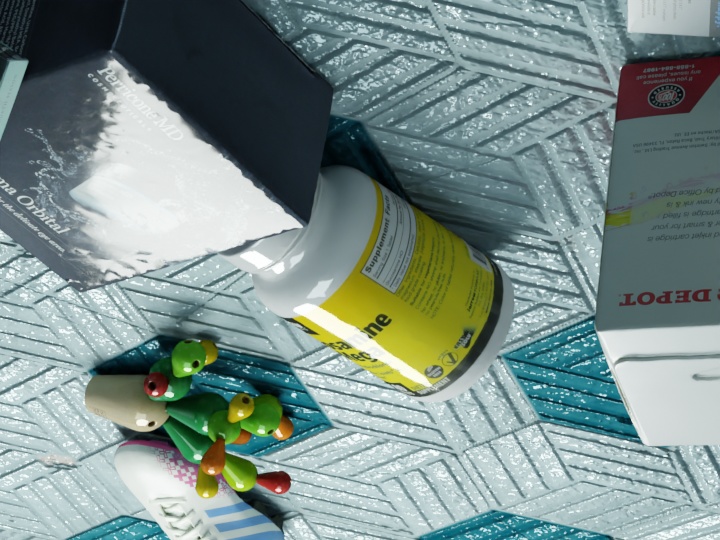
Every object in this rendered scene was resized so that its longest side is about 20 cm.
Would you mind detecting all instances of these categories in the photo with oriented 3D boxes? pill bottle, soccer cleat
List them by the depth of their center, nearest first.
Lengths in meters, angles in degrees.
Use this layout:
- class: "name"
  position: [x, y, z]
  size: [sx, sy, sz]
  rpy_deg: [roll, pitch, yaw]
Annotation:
- class: "pill bottle"
  position: [0.000, 0.000, 1.562]
  size: [0.200, 0.113, 0.112]
  rpy_deg: [33, 142, -30]
- class: "soccer cleat"
  position: [-0.135, 0.216, 1.960]
  size: [0.070, 0.087, 0.200]
  rpy_deg: [-18, 138, 37]

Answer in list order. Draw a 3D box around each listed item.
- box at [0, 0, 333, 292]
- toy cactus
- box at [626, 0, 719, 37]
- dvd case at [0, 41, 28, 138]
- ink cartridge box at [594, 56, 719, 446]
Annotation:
- class: "box"
  position: [-0.157, -0.101, 1.448]
  size: [0.200, 0.118, 0.197]
  rpy_deg: [-16, 139, 33]
- class: "toy cactus"
  position: [-0.141, 0.120, 1.824]
  size: [0.165, 0.103, 0.200]
  rpy_deg: [9, 158, 21]
- class: "box"
  position: [0.247, -0.188, 1.268]
  size: [0.199, 0.041, 0.156]
  rpy_deg: [4, 147, 8]
- class: "dvd case"
  position: [-0.298, -0.110, 1.397]
  size: [0.200, 0.022, 0.146]
  rpy_deg: [33, 113, 27]
- class: "ink cartridge box"
  position: [0.233, -0.011, 1.396]
  size: [0.145, 0.201, 0.145]
  rpy_deg: [-2, 145, 20]
